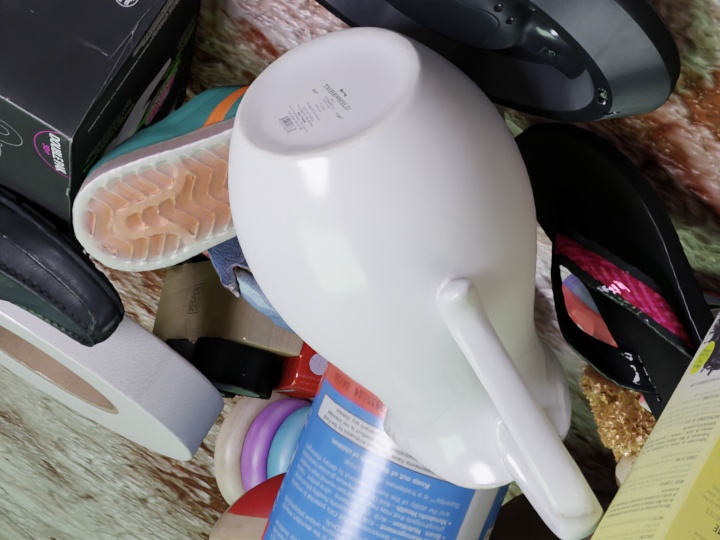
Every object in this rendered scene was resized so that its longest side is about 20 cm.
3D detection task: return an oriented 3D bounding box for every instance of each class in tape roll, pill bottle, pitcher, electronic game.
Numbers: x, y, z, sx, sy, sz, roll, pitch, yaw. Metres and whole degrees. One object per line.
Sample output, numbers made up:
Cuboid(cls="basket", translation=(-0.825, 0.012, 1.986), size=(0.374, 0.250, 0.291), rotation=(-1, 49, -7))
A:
Cuboid(cls="tape roll", translation=(-0.163, 0.033, 1.378), size=(0.203, 0.037, 0.203), rotation=(30, 168, 7))
Cuboid(cls="pill bottle", translation=(0.006, 0.142, 1.359), size=(0.112, 0.200, 0.112), rotation=(21, -170, -4))
Cuboid(cls="pitcher", translation=(0.033, 0.010, 1.082), size=(0.172, 0.121, 0.200), rotation=(46, 166, 51))
Cuboid(cls="electronic game", translation=(0.036, -0.119, 1.039), size=(0.200, 0.042, 0.200), rotation=(28, 170, 6))

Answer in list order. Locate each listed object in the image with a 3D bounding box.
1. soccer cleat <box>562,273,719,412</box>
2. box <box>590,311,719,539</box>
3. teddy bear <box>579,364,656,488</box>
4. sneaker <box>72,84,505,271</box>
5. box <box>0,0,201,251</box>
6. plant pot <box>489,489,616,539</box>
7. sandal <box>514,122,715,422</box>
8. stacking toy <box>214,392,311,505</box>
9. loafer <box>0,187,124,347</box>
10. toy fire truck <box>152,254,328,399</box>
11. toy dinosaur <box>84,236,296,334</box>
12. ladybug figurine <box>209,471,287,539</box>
Cuboid(cls="soccer cleat", translation=(0.171, 0.038, 1.209), size=(0.200, 0.076, 0.067), rotation=(33, 168, 49))
Cuboid(cls="box", translation=(0.159, 0.060, 1.057), size=(0.050, 0.200, 0.075), rotation=(35, 160, -11))
Cuboid(cls="teddy bear", translation=(0.191, 0.104, 1.267), size=(0.200, 0.067, 0.145), rotation=(18, -158, 24))
Cuboid(cls="sneaker", translation=(-0.033, -0.060, 1.187), size=(0.200, 0.080, 0.071), rotation=(-13, 116, 8))
Cuboid(cls="box", translation=(-0.169, -0.109, 1.253), size=(0.148, 0.124, 0.200), rotation=(31, 160, 4))
Cuboid(cls="plant pot", translation=(0.143, 0.207, 1.508), size=(0.200, 0.200, 0.175), rotation=(41, 176, -27))
Cuboid(cls="sandal", translation=(0.119, 0.022, 1.144), size=(0.200, 0.045, 0.075), rotation=(60, 152, 11))
Cuboid(cls="stacking toy", translation=(0.006, 0.128, 1.671), size=(0.200, 0.085, 0.085), rotation=(6, 150, 37))
Cuboid(cls="loafer", translation=(-0.206, -0.016, 1.239), size=(0.200, 0.070, 0.068), rotation=(33, 161, -6))
Cuboid(cls="toy fire truck", translation=(-0.013, 0.057, 1.475), size=(0.200, 0.129, 0.176), rotation=(16, 172, -19))
Cuboid(cls="toy dinosaur", translation=(0.000, 0.000, 1.299), size=(0.200, 0.105, 0.181), rotation=(15, 165, 34))
Cuboid(cls="ladybug figurine", translation=(-0.003, 0.161, 1.507), size=(0.136, 0.072, 0.200), rotation=(31, 165, -39))
